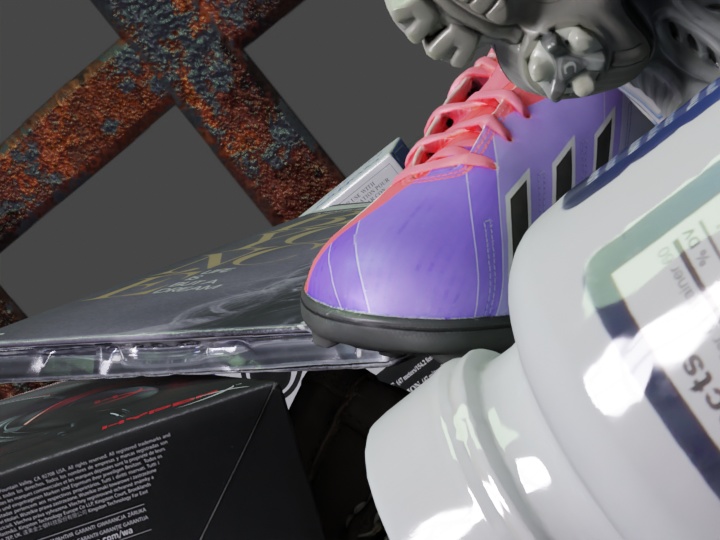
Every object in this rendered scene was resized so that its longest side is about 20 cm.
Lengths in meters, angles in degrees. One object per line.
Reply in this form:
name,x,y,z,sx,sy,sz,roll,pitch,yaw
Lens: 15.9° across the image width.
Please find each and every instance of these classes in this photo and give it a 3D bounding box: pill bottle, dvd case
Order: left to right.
dvd case,0.000,0.000,0.765,0.148,0.016,0.200,-4,10,34
pill bottle,0.102,0.009,0.535,0.200,0.111,0.111,-38,5,18

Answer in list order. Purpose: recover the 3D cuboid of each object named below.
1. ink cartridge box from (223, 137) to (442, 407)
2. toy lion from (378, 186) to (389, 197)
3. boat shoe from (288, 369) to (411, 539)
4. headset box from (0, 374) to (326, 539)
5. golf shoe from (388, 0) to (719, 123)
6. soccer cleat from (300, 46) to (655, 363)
ink cartridge box,-0.034,0.047,1.025,0.200,0.094,0.044,-39,5,12
toy lion,0.091,-0.057,0.958,0.191,0.068,0.201,24,-91,-64
boat shoe,-0.015,0.086,0.797,0.072,0.060,0.201,-49,-5,-32
headset box,-0.107,0.083,0.719,0.148,0.076,0.200,-17,5,-18
golf shoe,0.088,-0.063,0.619,0.078,0.199,0.097,-45,28,22
soccer cleat,0.041,-0.031,0.661,0.068,0.074,0.200,11,21,24
